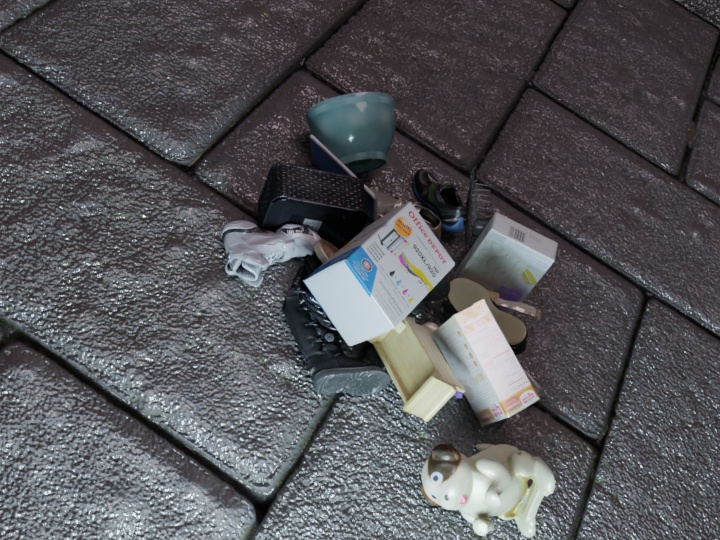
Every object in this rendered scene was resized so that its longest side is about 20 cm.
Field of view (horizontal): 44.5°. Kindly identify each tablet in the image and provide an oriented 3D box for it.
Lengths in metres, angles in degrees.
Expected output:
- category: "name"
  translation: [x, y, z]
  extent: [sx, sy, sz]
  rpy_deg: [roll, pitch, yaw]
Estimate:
- category: "tablet"
  translation: [-0.035, -0.194, 1.854]
  extent: [0.014, 0.130, 0.200]
  rpy_deg: [-41, 75, -12]

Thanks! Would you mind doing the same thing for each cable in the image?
- category: "cable"
  translation: [-0.047, 0.037, 1.642]
  extent: [0.162, 0.051, 0.200]
  rpy_deg: [34, 24, -6]

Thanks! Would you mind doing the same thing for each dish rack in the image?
- category: "dish rack"
  translation: [0.255, -0.113, 1.907]
  extent: [0.054, 0.154, 0.202]
  rpy_deg: [4, 47, -1]

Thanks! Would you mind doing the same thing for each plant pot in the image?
- category: "plant pot"
  translation: [-0.011, -0.288, 1.911]
  extent: [0.198, 0.200, 0.136]
  rpy_deg: [-6, 81, -29]

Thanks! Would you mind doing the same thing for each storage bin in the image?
- category: "storage bin"
  translation: [-0.096, -0.119, 1.746]
  extent: [0.197, 0.136, 0.095]
  rpy_deg: [8, 49, -19]

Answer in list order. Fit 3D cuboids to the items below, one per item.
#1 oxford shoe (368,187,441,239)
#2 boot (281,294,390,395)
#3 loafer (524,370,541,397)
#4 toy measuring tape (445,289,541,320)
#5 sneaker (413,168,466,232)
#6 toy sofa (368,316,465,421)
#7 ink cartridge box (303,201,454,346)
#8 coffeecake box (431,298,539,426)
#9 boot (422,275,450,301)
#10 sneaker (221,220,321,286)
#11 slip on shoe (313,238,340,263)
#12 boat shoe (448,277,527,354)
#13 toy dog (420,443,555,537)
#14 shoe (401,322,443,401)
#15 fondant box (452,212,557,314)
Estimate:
- category: "oxford shoe"
  translation: [0.092, -0.129, 1.903]
  extent: [0.198, 0.058, 0.075]
  rpy_deg: [30, 47, 2]
- category: "boot"
  translation: [-0.046, 0.131, 1.620]
  extent: [0.163, 0.066, 0.201]
  rpy_deg: [9, 37, -36]
- category: "loafer"
  translation: [0.270, 0.186, 1.713]
  extent: [0.199, 0.070, 0.070]
  rpy_deg: [34, 46, 4]
- category: "toy measuring tape"
  translation: [0.264, 0.080, 1.786]
  extent: [0.197, 0.074, 0.074]
  rpy_deg: [16, 45, 11]
- category: "sneaker"
  translation: [0.183, -0.167, 1.949]
  extent: [0.070, 0.083, 0.200]
  rpy_deg: [-3, 39, -27]
- category: "toy sofa"
  translation: [0.098, 0.172, 1.583]
  extent: [0.097, 0.083, 0.201]
  rpy_deg: [30, 20, -39]
- category: "ink cartridge box"
  translation: [0.036, 0.005, 1.554]
  extent: [0.148, 0.144, 0.200]
  rpy_deg: [53, 52, -7]
- category: "coffeecake box"
  translation: [0.224, 0.172, 1.606]
  extent: [0.072, 0.154, 0.202]
  rpy_deg: [-25, 80, -17]
- category: "boot"
  translation: [0.081, 0.005, 1.778]
  extent: [0.200, 0.074, 0.154]
  rpy_deg: [1, 24, 6]
- category: "sneaker"
  translation: [-0.168, -0.027, 1.681]
  extent: [0.197, 0.075, 0.116]
  rpy_deg: [6, 50, -14]
- category: "slip on shoe"
  translation: [0.000, 0.000, 1.664]
  extent: [0.200, 0.061, 0.076]
  rpy_deg: [42, 19, -10]
- category: "boat shoe"
  translation: [0.242, 0.090, 1.708]
  extent: [0.073, 0.063, 0.201]
  rpy_deg: [-40, 55, -14]
- category: "toy dog"
  translation: [0.201, 0.352, 1.498]
  extent: [0.197, 0.141, 0.195]
  rpy_deg: [5, 37, -22]
- category: "shoe"
  translation: [0.126, 0.171, 1.668]
  extent: [0.069, 0.054, 0.201]
  rpy_deg: [23, 46, -6]
- category: "fondant box"
  translation: [0.290, -0.007, 1.794]
  extent: [0.143, 0.201, 0.059]
  rpy_deg: [25, 47, -4]
